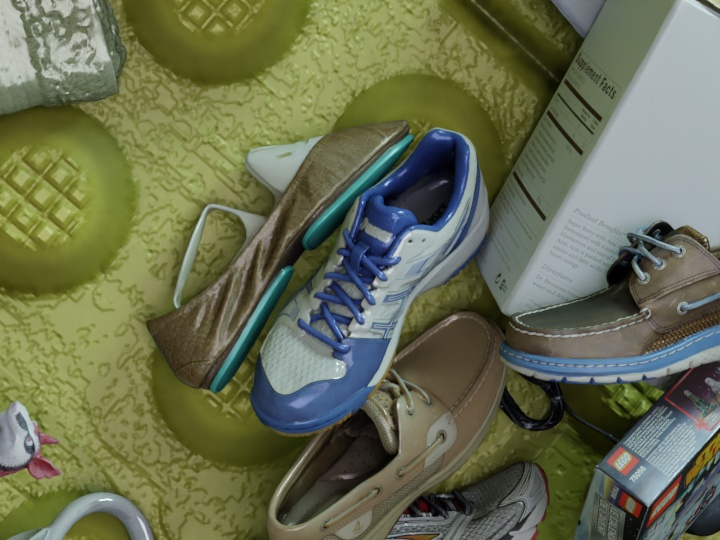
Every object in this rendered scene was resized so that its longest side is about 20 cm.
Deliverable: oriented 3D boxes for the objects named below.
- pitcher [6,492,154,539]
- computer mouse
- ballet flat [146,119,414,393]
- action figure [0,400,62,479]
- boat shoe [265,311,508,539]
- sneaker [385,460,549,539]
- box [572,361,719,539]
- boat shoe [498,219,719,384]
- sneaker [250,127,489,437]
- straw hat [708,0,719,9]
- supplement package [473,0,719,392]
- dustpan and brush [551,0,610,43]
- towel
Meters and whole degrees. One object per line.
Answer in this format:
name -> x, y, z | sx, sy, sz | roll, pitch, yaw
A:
pitcher -> -0.172, 0.239, 1.054 | 0.171, 0.121, 0.201 | -20, 88, -25
computer mouse -> 0.155, 0.102, 1.148 | 0.199, 0.034, 0.059 | 33, 89, -13
ballet flat -> -0.054, -0.024, 1.081 | 0.072, 0.068, 0.200 | 38, 90, 6
action figure -> -0.260, 0.092, 1.003 | 0.199, 0.134, 0.150 | 17, 92, -11
boat shoe -> 0.019, 0.092, 1.069 | 0.200, 0.071, 0.065 | -51, 148, -26
sneaker -> 0.021, 0.160, 1.101 | 0.199, 0.078, 0.083 | -25, 99, -9
box -> 0.198, 0.096, 1.074 | 0.040, 0.137, 0.200 | 36, 60, 22
boat shoe -> 0.167, 0.011, 0.997 | 0.199, 0.072, 0.073 | -9, 106, -14
sneaker -> 0.000, 0.000, 1.045 | 0.075, 0.088, 0.200 | 26, 63, 21
straw hat -> 0.231, -0.198, 1.057 | 0.200, 0.085, 0.202 | 5, 71, -14
supplement package -> 0.168, -0.055, 1.070 | 0.121, 0.120, 0.201 | 26, 104, -14
dustpan and brush -> 0.188, -0.224, 1.120 | 0.200, 0.057, 0.140 | -45, 114, 1
towel -> -0.221, -0.179, 1.035 | 0.147, 0.036, 0.201 | -16, 99, -10
